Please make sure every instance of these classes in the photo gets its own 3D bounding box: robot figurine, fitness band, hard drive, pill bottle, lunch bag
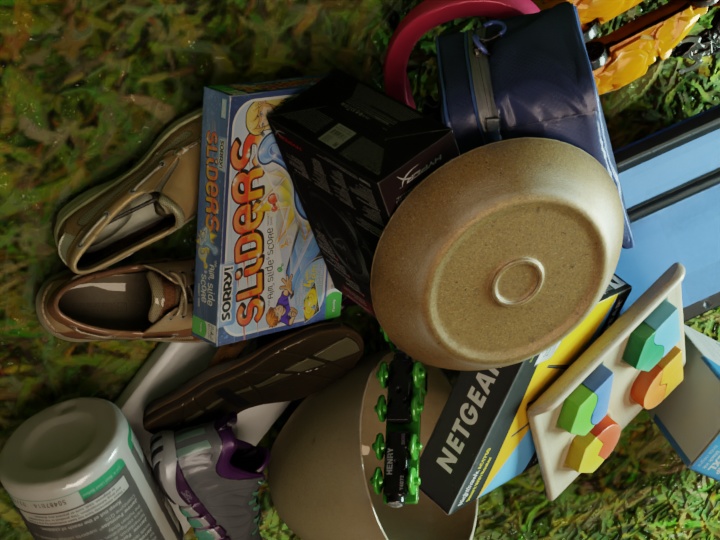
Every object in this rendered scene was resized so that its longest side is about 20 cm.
[{"bbox_3d":[0.229,-0.220,1.288,0.200,0.058,0.145,-28,126,-1],"label":"robot figurine"},{"bbox_3d":[0.096,-0.140,1.274,0.143,0.037,0.200,-12,129,9],"label":"fitness band"},{"bbox_3d":[-0.152,0.133,1.382,0.132,0.027,0.200,30,107,-31],"label":"hard drive"},{"bbox_3d":[-0.215,0.214,1.323,0.113,0.113,0.200,-24,124,-5],"label":"pill bottle"},{"bbox_3d":[0.121,-0.100,1.196,0.132,0.136,0.200,-14,127,10],"label":"lunch bag"}]

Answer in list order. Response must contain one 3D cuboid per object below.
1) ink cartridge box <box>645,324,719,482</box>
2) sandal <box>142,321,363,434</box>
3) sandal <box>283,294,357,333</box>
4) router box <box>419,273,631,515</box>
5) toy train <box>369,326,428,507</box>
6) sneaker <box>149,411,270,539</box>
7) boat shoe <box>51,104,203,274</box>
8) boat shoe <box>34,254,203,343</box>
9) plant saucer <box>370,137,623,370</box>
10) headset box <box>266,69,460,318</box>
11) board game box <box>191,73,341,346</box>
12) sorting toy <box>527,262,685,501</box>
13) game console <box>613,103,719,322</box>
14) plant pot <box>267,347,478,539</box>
[{"bbox_3d":[0.374,0.147,1.508,0.200,0.145,0.084,25,110,-30],"label":"ink cartridge box"},{"bbox_3d":[-0.095,0.083,1.326,0.200,0.055,0.082,-26,146,15],"label":"sandal"},{"bbox_3d":[0.000,0.001,1.344,0.200,0.048,0.075,-41,125,7],"label":"sandal"},{"bbox_3d":[0.134,0.096,1.318,0.149,0.051,0.200,-20,140,-48],"label":"router box"},{"bbox_3d":[0.037,0.101,1.305,0.042,0.201,0.056,-2,159,15],"label":"toy train"},{"bbox_3d":[-0.105,0.198,1.363,0.087,0.075,0.200,-22,138,6],"label":"sneaker"},{"bbox_3d":[-0.148,-0.059,1.235,0.200,0.076,0.072,-38,122,1],"label":"boat shoe"},{"bbox_3d":[-0.160,0.026,1.272,0.199,0.072,0.076,-8,90,-16],"label":"boat shoe"},{"bbox_3d":[0.107,0.000,1.134,0.200,0.035,0.201,-11,127,-15],"label":"plant saucer"},{"bbox_3d":[0.025,-0.035,1.202,0.077,0.149,0.200,-36,130,-17],"label":"headset box"},{"bbox_3d":[-0.068,-0.050,1.244,0.135,0.034,0.201,-13,115,-42],"label":"board game box"},{"bbox_3d":[0.223,0.104,1.364,0.185,0.036,0.200,-43,153,-15],"label":"sorting toy"},{"bbox_3d":[0.287,-0.043,1.372,0.200,0.119,0.171,-24,158,-5],"label":"game console"},{"bbox_3d":[-0.002,0.177,1.383,0.134,0.201,0.200,-15,131,30],"label":"plant pot"}]
